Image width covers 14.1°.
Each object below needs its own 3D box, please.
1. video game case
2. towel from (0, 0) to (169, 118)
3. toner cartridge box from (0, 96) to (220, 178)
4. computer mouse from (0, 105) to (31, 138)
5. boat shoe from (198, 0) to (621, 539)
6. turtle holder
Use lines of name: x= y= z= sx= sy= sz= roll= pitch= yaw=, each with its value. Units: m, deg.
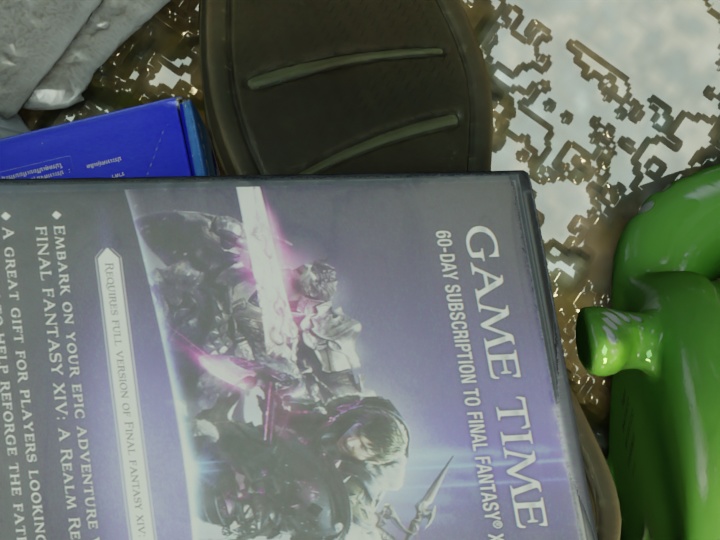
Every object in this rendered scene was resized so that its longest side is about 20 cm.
video game case: x=-0.047 y=0.047 z=0.629 sx=0.200 sy=0.019 sz=0.143 roll=-1 pitch=67 yaw=-18
towel: x=-0.116 y=-0.137 z=0.732 sx=0.200 sy=0.035 sz=0.133 roll=41 pitch=118 yaw=-16
toner cartridge box: x=-0.126 y=0.029 z=0.719 sx=0.200 sy=0.043 sz=0.095 roll=-13 pitch=73 yaw=4
computer mouse: x=-0.182 y=-0.032 z=0.770 sx=0.200 sy=0.044 sz=0.110 roll=8 pitch=89 yaw=-4
boat shoe: x=0.000 y=0.000 z=0.714 sx=0.072 sy=0.068 sz=0.200 roll=-9 pitch=71 yaw=-18
turtle holder: x=0.118 y=0.062 z=0.757 sx=0.131 sy=0.186 sz=0.141 roll=-2 pitch=123 yaw=-3
